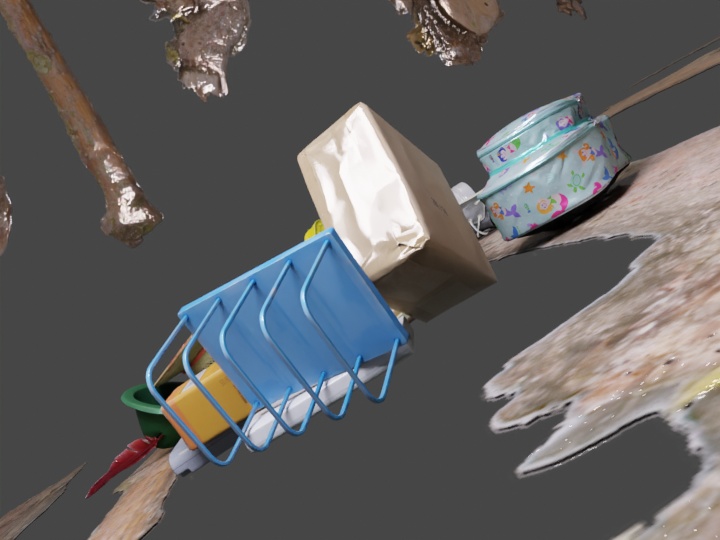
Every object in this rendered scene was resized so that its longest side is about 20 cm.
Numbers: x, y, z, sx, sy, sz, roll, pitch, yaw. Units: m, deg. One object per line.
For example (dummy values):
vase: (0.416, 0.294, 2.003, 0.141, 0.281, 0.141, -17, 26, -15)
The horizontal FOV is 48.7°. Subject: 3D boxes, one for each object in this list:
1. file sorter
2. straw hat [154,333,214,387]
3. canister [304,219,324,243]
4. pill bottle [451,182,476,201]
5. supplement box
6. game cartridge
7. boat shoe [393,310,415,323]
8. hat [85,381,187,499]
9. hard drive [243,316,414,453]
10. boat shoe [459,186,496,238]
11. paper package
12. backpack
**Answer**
file sorter: (-0.079, 0.082, 0.759, 0.199, 0.139, 0.123, -27, 22, 24)
straw hat: (-0.248, 0.140, 1.293, 0.201, 0.085, 0.201, -51, 7, 9)
canister: (-0.077, 0.049, 1.107, 0.200, 0.086, 0.149, -53, 24, 26)
pill bottle: (0.135, -0.081, 1.526, 0.199, 0.113, 0.112, -33, 3, -7)
supplement box: (-0.129, 0.125, 0.924, 0.199, 0.067, 0.069, -32, 9, 11)
game cartridge: (-0.177, 0.202, 1.053, 0.133, 0.042, 0.200, -37, 3, -3)
boat shoe: (0.051, 0.027, 1.035, 0.200, 0.076, 0.072, -36, 6, -4)
hat: (-0.311, 0.284, 1.291, 0.199, 0.177, 0.165, 7, 7, 29)
hard drive: (-0.031, 0.122, 0.879, 0.199, 0.026, 0.132, -33, 3, 7)
boat shoe: (0.206, -0.091, 1.395, 0.200, 0.072, 0.068, -37, 24, 4)
paper package: (0.042, -0.057, 0.882, 0.103, 0.191, 0.200, -32, -27, 20)
backpack: (0.236, -0.126, 1.005, 0.177, 0.151, 0.200, -29, 9, 34)
